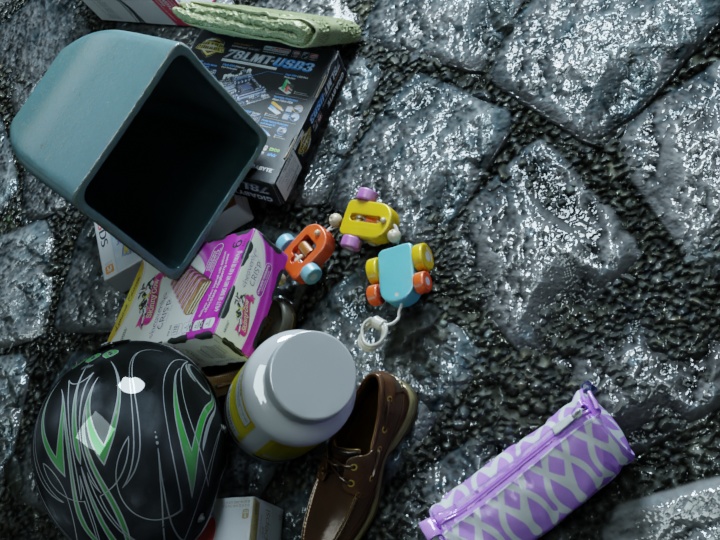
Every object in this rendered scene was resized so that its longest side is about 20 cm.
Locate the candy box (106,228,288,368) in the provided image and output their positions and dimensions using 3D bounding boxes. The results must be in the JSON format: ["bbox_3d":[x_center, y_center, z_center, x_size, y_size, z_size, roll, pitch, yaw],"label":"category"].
[{"bbox_3d":[-0.185,0.039,1.283,0.199,0.061,0.137,-13,48,41],"label":"candy box"}]

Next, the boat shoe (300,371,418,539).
[{"bbox_3d":[-0.012,0.192,1.150,0.072,0.068,0.201,18,77,34],"label":"boat shoe"}]

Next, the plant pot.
[{"bbox_3d":[-0.263,-0.145,1.262,0.199,0.196,0.197,27,79,33],"label":"plant pot"}]

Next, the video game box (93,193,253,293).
[{"bbox_3d":[-0.243,-0.095,1.434,0.199,0.047,0.183,-29,58,14],"label":"video game box"}]

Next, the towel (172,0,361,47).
[{"bbox_3d":[-0.111,-0.297,1.394,0.199,0.148,0.037,12,105,22],"label":"towel"}]

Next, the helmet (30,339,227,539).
[{"bbox_3d":[-0.229,0.183,1.139,0.199,0.201,0.191,-23,24,18],"label":"helmet"}]

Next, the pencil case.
[{"bbox_3d":[0.154,0.192,1.045,0.200,0.085,0.084,-41,52,7],"label":"pencil case"}]

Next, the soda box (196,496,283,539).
[{"bbox_3d":[-0.181,0.280,1.206,0.199,0.064,0.069,-9,63,25],"label":"soda box"}]

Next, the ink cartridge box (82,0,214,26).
[{"bbox_3d":[-0.285,-0.423,1.593,0.199,0.084,0.146,12,73,33],"label":"ink cartridge box"}]

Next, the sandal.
[{"bbox_3d":[-0.145,0.111,1.272,0.082,0.055,0.201,34,86,37],"label":"sandal"}]

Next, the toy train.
[{"bbox_3d":[0.000,0.000,1.249,0.150,0.056,0.200,-50,52,5],"label":"toy train"}]

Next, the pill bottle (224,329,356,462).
[{"bbox_3d":[-0.066,0.121,1.124,0.110,0.200,0.112,4,74,-14],"label":"pill bottle"}]

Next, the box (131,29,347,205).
[{"bbox_3d":[-0.143,-0.189,1.385,0.199,0.050,0.199,14,63,21],"label":"box"}]
